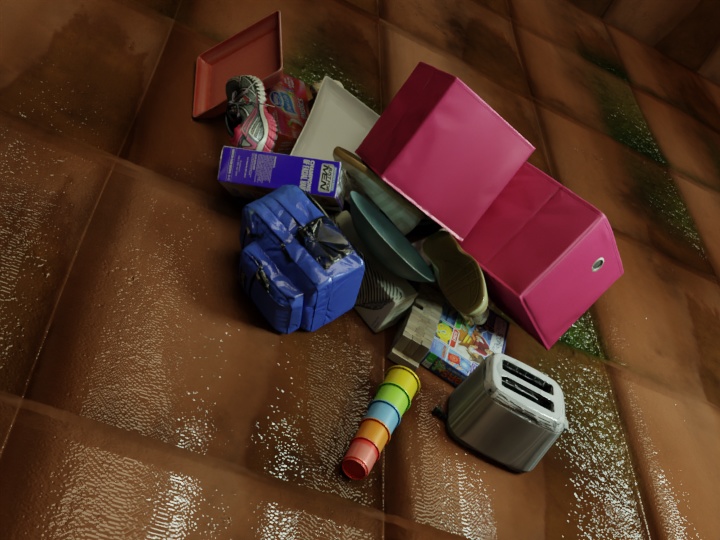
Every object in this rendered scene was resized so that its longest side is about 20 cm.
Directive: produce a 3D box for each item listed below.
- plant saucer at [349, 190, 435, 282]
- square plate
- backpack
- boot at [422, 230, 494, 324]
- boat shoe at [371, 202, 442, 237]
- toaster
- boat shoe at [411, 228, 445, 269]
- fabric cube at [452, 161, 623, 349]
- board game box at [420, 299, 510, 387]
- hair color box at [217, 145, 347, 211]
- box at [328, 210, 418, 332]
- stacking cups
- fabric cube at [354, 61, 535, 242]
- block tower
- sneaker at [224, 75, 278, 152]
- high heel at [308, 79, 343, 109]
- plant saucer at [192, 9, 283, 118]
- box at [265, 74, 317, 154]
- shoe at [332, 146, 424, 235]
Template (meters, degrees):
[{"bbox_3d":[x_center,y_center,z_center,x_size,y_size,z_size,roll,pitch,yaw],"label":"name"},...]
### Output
[{"bbox_3d":[0.042,-0.044,1.376,0.201,0.039,0.201,44,11,-11],"label":"plant saucer"},{"bbox_3d":[-0.023,-0.219,1.526,0.197,0.028,0.202,33,59,-22],"label":"square plate"},{"bbox_3d":[-0.108,-0.024,1.291,0.166,0.163,0.201,-27,68,-28],"label":"backpack"},{"bbox_3d":[0.180,0.041,1.395,0.155,0.071,0.201,56,5,-37],"label":"boot"},{"bbox_3d":[0.078,-0.095,1.586,0.198,0.074,0.064,-2,64,-31],"label":"boat shoe"},{"bbox_3d":[0.225,0.216,1.315,0.198,0.130,0.114,28,36,-9],"label":"toaster"},{"bbox_3d":[0.148,-0.030,1.580,0.199,0.071,0.069,-28,69,-41],"label":"boat shoe"},{"bbox_3d":[0.311,-0.025,1.486,0.200,0.199,0.197,43,-6,40],"label":"fabric cube"},{"bbox_3d":[0.186,0.124,1.463,0.134,0.035,0.201,33,37,-4],"label":"board game box"},{"bbox_3d":[-0.126,-0.150,1.395,0.196,0.109,0.066,7,82,6],"label":"hair color box"},{"bbox_3d":[0.000,0.000,1.418,0.068,0.083,0.200,-19,61,-48],"label":"box"},{"bbox_3d":[0.030,0.224,1.221,0.060,0.061,0.201,34,40,-1],"label":"stacking cups"},{"bbox_3d":[0.139,-0.208,1.450,0.195,0.200,0.200,34,9,-24],"label":"fabric cube"},{"bbox_3d":[0.101,0.082,1.427,0.053,0.058,0.201,30,38,-5],"label":"block tower"},{"bbox_3d":[-0.198,-0.273,1.431,0.074,0.081,0.201,8,36,-30],"label":"sneaker"},{"bbox_3d":[-0.090,-0.328,1.653,0.140,0.073,0.199,7,-3,27],"label":"high heel"},{"bbox_3d":[-0.224,-0.381,1.592,0.037,0.197,0.202,49,24,-43],"label":"plant saucer"},{"bbox_3d":[-0.153,-0.273,1.579,0.094,0.100,0.202,13,42,-26],"label":"box"},{"bbox_3d":[0.024,-0.138,1.469,0.199,0.054,0.070,39,9,-10],"label":"shoe"}]
